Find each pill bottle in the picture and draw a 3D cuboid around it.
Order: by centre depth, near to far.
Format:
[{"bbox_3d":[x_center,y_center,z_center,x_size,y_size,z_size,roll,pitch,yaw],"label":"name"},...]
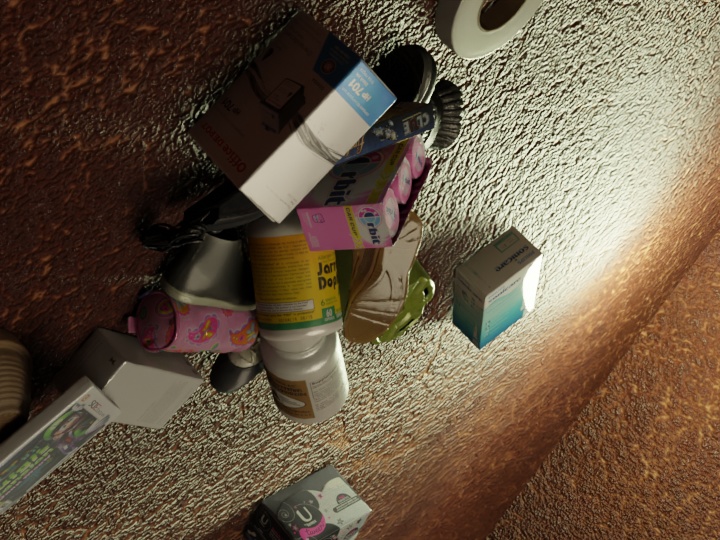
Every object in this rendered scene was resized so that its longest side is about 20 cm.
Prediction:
[{"bbox_3d":[-0.088,-0.017,1.738,0.113,0.112,0.201,-15,101,-49],"label":"pill bottle"},{"bbox_3d":[-0.083,0.121,1.907,0.114,0.114,0.200,-36,146,-20],"label":"pill bottle"}]

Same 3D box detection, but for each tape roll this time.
[{"bbox_3d":[0.184,-0.376,1.802,0.202,0.037,0.203,-36,155,-20],"label":"tape roll"}]

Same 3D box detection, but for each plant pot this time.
[{"bbox_3d":[-0.457,0.171,1.561,0.200,0.093,0.201,-35,154,-20],"label":"plant pot"},{"bbox_3d":[0.000,0.000,1.907,0.200,0.190,0.200,-35,153,-21],"label":"plant pot"}]

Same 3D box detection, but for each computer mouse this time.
[{"bbox_3d":[-0.163,-0.071,1.631,0.200,0.053,0.138,-37,-162,-30],"label":"computer mouse"}]

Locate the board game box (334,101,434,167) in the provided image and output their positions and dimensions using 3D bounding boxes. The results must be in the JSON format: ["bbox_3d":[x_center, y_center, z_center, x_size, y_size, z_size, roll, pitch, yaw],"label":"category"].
[{"bbox_3d":[-0.021,-0.173,1.664,0.200,0.135,0.035,-25,115,-44],"label":"board game box"}]

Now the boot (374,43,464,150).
[{"bbox_3d":[0.086,-0.233,1.810,0.157,0.080,0.211,-17,155,-35],"label":"boot"}]

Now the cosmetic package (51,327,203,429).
[{"bbox_3d":[-0.307,0.147,1.789,0.102,0.074,0.200,-48,153,7],"label":"cosmetic package"}]

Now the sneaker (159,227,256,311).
[{"bbox_3d":[-0.165,-0.009,1.768,0.200,0.075,0.106,-1,130,-56],"label":"sneaker"}]

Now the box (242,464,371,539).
[{"bbox_3d":[-0.100,0.483,2.566,0.200,0.132,0.115,-21,148,-43],"label":"box"}]

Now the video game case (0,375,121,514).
[{"bbox_3d":[-0.387,0.215,1.617,0.200,0.023,0.182,-40,167,-10],"label":"video game case"}]

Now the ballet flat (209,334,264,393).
[{"bbox_3d":[-0.147,0.098,1.974,0.200,0.073,0.073,-41,156,-26],"label":"ballet flat"}]

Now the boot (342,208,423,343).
[{"bbox_3d":[0.009,-0.020,1.786,0.072,0.156,0.201,7,116,-24],"label":"boot"}]

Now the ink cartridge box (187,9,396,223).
[{"bbox_3d":[-0.080,-0.177,1.537,0.200,0.146,0.086,-46,137,1],"label":"ink cartridge box"}]

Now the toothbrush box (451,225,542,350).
[{"bbox_3d":[0.252,0.034,2.487,0.146,0.085,0.200,-36,155,-18],"label":"toothbrush box"}]

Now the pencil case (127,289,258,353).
[{"bbox_3d":[-0.220,0.070,1.799,0.088,0.087,0.200,-54,154,19],"label":"pencil case"}]

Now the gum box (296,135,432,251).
[{"bbox_3d":[0.010,-0.108,1.694,0.200,0.113,0.066,-63,143,-50],"label":"gum box"}]
